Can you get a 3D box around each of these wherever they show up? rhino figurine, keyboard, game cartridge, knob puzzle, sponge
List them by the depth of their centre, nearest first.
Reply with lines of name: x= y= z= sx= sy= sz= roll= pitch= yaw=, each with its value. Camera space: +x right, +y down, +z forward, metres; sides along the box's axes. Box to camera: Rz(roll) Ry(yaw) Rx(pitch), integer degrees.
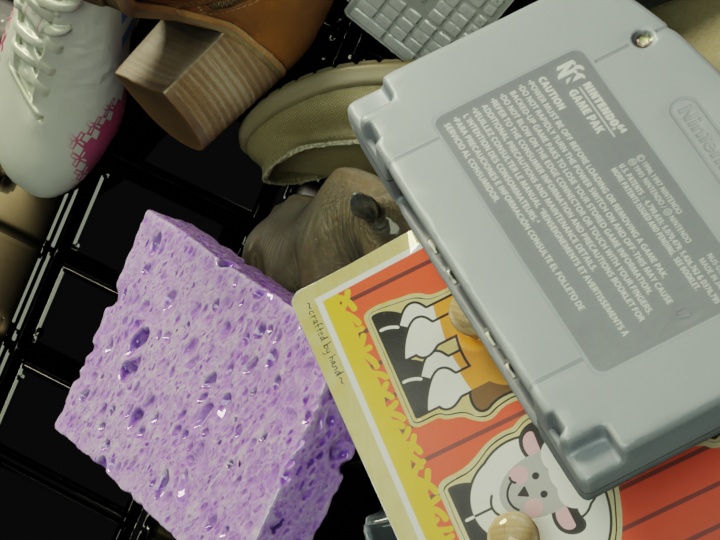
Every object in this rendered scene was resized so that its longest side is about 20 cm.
game cartridge: x=0.095 y=-0.019 z=1.071 sx=0.133 sy=0.040 sz=0.200 roll=-28 pitch=56 yaw=-4
knob puzzle: x=0.093 y=0.037 z=1.076 sx=0.219 sy=0.030 sz=0.220 roll=-5 pitch=69 yaw=13
keyboard: x=0.049 y=-0.140 z=1.205 sx=0.056 sy=0.200 sz=0.011 roll=33 pitch=59 yaw=-6
sponge: x=-0.063 y=0.054 z=1.214 sx=0.200 sy=0.030 sz=0.112 roll=32 pitch=99 yaw=58
rhino figurine: x=0.000 y=0.000 z=1.218 sx=0.060 sy=0.200 sz=0.088 roll=-16 pitch=87 yaw=-22

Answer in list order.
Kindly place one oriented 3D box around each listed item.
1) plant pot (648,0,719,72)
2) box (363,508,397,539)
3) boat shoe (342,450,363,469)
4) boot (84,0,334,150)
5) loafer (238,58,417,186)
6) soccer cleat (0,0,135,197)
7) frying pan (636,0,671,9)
plant pot: x=0.208 y=-0.052 z=1.149 sx=0.200 sy=0.187 sz=0.188 roll=8 pitch=90 yaw=32
box: x=0.124 y=0.118 z=1.163 sx=0.200 sy=0.148 sz=0.107 roll=-13 pitch=94 yaw=19
boat shoe: x=0.075 y=0.046 z=1.200 sx=0.200 sy=0.067 sz=0.057 roll=-25 pitch=78 yaw=-16
boot: x=-0.069 y=-0.166 z=1.221 sx=0.074 sy=0.200 sz=0.155 roll=28 pitch=72 yaw=36
loafer: x=0.041 y=-0.057 z=1.248 sx=0.200 sy=0.076 sz=0.068 roll=-8 pitch=78 yaw=19
soccer cleat: x=-0.136 y=-0.122 z=1.291 sx=0.070 sy=0.086 sz=0.200 roll=29 pitch=112 yaw=17
frying pan: x=0.162 y=-0.163 z=1.174 sx=0.190 sy=0.115 sz=0.031 roll=-41 pitch=73 yaw=2
